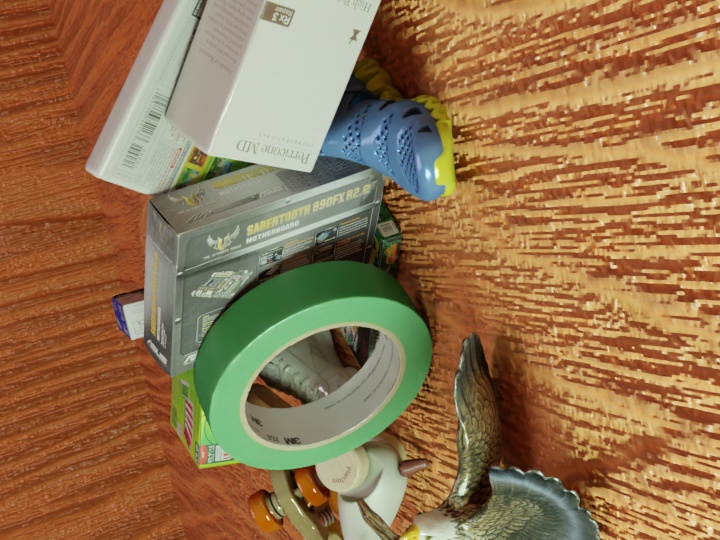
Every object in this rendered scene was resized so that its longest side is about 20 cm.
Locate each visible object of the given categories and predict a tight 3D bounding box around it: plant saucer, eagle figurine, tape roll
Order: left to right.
[{"bbox_3d":[-0.051,0.181,1.279,0.200,0.032,0.200,39,172,7],"label":"plant saucer"},{"bbox_3d":[-0.038,0.083,1.022,0.201,0.199,0.048,92,157,-43],"label":"tape roll"},{"bbox_3d":[0.088,0.168,0.883,0.151,0.151,0.200,33,117,3],"label":"eagle figurine"}]

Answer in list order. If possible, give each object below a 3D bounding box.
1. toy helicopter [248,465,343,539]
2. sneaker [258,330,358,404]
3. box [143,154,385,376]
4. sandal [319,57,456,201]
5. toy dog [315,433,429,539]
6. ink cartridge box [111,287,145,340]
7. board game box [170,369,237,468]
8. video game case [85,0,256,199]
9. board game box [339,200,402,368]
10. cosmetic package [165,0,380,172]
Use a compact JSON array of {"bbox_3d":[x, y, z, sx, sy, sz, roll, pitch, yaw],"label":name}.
[{"bbox_3d":[-0.041,0.280,1.363,0.200,0.079,0.132,55,-169,-18],"label":"toy helicopter"},{"bbox_3d":[-0.057,0.119,1.274,0.200,0.099,0.075,-128,38,-50],"label":"sneaker"},{"bbox_3d":[-0.079,-0.013,0.997,0.048,0.199,0.159,46,143,33],"label":"box"},{"bbox_3d":[0.007,-0.101,0.923,0.200,0.087,0.080,-139,39,-58],"label":"sandal"},{"bbox_3d":[0.026,0.243,1.143,0.096,0.132,0.201,-3,110,33],"label":"toy dog"},{"bbox_3d":[-0.187,0.030,1.435,0.094,0.199,0.044,-165,61,-70],"label":"ink cartridge box"},{"bbox_3d":[-0.152,0.085,1.228,0.102,0.047,0.201,38,128,57],"label":"board game box"},{"bbox_3d":[-0.099,-0.141,0.936,0.023,0.182,0.201,32,98,36],"label":"video game case"},{"bbox_3d":[0.000,0.000,1.131,0.201,0.023,0.105,97,153,-50],"label":"board game box"},{"bbox_3d":[-0.053,-0.177,0.868,0.074,0.101,0.201,38,113,43],"label":"cosmetic package"}]
